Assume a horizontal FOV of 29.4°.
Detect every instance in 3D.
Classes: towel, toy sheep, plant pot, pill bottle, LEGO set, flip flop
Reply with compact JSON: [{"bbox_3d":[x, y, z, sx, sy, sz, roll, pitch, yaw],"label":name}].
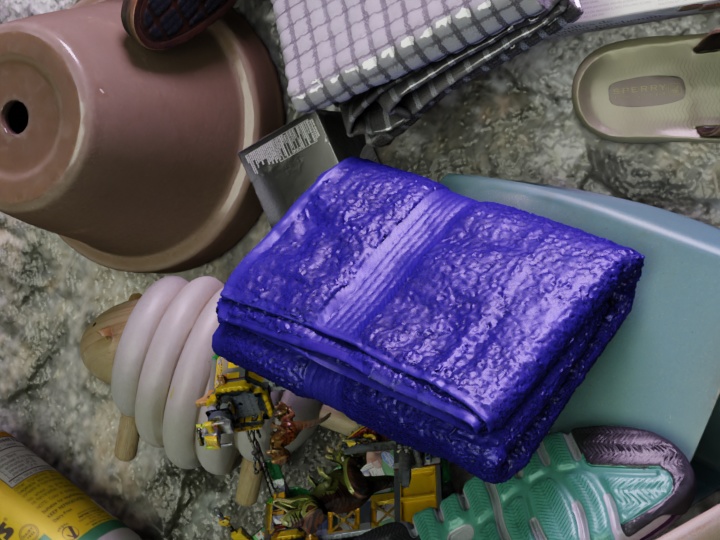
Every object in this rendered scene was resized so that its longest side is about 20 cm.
[{"bbox_3d":[0.028,0.013,0.712,0.199,0.050,0.148,22,64,36],"label":"towel"},{"bbox_3d":[-0.090,0.072,0.891,0.199,0.138,0.139,16,100,7],"label":"toy sheep"},{"bbox_3d":[0.033,-0.187,0.816,0.165,0.086,0.201,-26,57,21],"label":"towel"},{"bbox_3d":[0.132,0.024,0.787,0.199,0.141,0.142,25,102,26],"label":"plant pot"},{"bbox_3d":[-0.260,0.181,0.975,0.200,0.113,0.113,34,105,18],"label":"pill bottle"},{"bbox_3d":[-0.174,-0.094,0.890,0.199,0.174,0.201,2,95,24],"label":"plant pot"},{"bbox_3d":[-0.013,0.132,0.787,0.153,0.116,0.201,-3,130,3],"label":"LEGO set"},{"bbox_3d":[0.215,-0.112,0.782,0.199,0.058,0.082,-3,92,24],"label":"flip flop"}]

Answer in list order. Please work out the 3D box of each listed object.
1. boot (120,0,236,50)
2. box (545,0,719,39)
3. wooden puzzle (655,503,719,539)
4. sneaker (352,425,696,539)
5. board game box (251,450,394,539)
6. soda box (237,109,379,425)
[{"bbox_3d":[-0.119,-0.218,0.883,0.097,0.075,0.201,8,55,32],"label":"boot"},{"bbox_3d":[0.183,-0.170,0.803,0.199,0.039,0.042,-7,89,24],"label":"box"},{"bbox_3d":[0.158,0.170,0.711,0.046,0.185,0.200,59,150,19],"label":"wooden puzzle"},{"bbox_3d":[0.084,0.148,0.715,0.199,0.088,0.075,-23,45,13],"label":"sneaker"},{"bbox_3d":[0.029,0.220,0.897,0.134,0.029,0.200,-41,77,20],"label":"board game box"},{"bbox_3d":[0.000,0.000,0.874,0.063,0.071,0.201,-27,82,23],"label":"soda box"}]
